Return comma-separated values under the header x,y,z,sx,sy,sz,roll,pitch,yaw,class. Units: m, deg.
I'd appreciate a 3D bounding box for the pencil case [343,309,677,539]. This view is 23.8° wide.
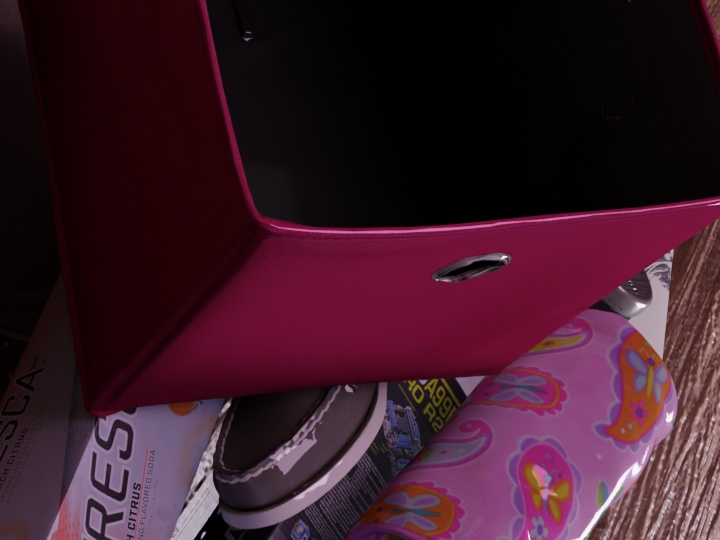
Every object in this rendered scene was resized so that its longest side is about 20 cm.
x,y,z,sx,sy,sz,roll,pitch,yaw,class
0.070,0.098,0.778,0.200,0.087,0.088,-43,110,-43,pencil case

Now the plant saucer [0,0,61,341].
x,y,z,sx,sy,sz,roll,pitch,yaw,class
-0.139,-0.069,0.756,0.200,0.032,0.201,-3,94,-48,plant saucer

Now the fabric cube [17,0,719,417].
x,y,z,sx,sy,sz,roll,pitch,yaw,class
-0.005,-0.071,0.651,0.195,0.199,0.201,-4,70,-26,fabric cube

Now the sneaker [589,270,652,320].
x,y,z,sx,sy,sz,roll,pitch,yaw,class
0.096,-0.031,1.056,0.075,0.106,0.201,27,35,-41,sneaker

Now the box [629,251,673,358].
x,y,z,sx,sy,sz,roll,pitch,yaw,class
0.157,0.009,1.128,0.082,0.068,0.201,43,44,-36,box

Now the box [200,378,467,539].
x,y,z,sx,sy,sz,roll,pitch,yaw,class
0.024,0.149,0.809,0.200,0.044,0.160,57,45,-24,box

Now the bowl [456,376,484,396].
x,y,z,sx,sy,sz,roll,pitch,yaw,class
0.000,0.000,0.911,0.200,0.074,0.200,42,48,-37,bowl

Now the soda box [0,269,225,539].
x,y,z,sx,sy,sz,roll,pitch,yaw,class
-0.112,0.077,0.708,0.064,0.068,0.201,46,52,-40,soda box

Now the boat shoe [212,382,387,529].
x,y,z,sx,sy,sz,roll,pitch,yaw,class
-0.017,0.028,0.762,0.202,0.072,0.060,-58,134,-43,boat shoe
